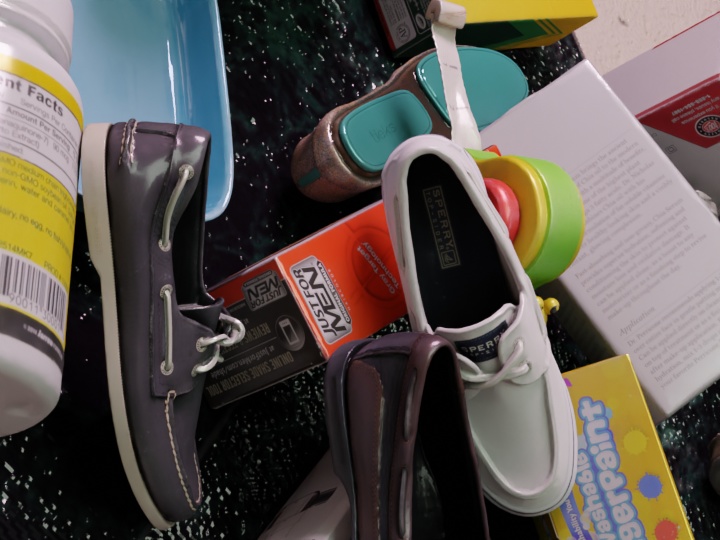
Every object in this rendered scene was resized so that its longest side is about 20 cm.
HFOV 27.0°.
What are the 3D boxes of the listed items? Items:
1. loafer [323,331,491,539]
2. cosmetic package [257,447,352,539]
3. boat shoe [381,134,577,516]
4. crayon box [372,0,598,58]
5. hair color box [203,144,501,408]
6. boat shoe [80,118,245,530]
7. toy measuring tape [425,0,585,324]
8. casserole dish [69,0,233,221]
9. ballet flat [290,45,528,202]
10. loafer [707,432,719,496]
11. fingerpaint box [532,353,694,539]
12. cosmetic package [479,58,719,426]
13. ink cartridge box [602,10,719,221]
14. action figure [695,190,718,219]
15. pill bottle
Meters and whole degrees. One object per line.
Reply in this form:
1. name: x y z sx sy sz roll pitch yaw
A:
1. loafer: 0.034 0.127 0.706 0.072 0.063 0.201 -10 85 -48
2. cosmetic package: -0.005 0.131 0.776 0.051 0.082 0.200 53 44 -11
3. boat shoe: 0.055 0.031 0.739 0.065 0.073 0.201 -59 126 -84
4. crayon box: 0.063 -0.252 1.038 0.172 0.058 0.201 -12 80 -47
5. hair color box: 0.000 0.000 0.829 0.200 0.101 0.062 -30 94 -47
6. boat shoe: -0.087 0.027 0.709 0.073 0.062 0.201 -96 179 -76
7. toy measuring tape: 0.079 -0.063 0.808 0.073 0.073 0.201 5 70 -41
8. casserole dish: -0.130 -0.106 0.803 0.121 0.039 0.201 10 64 -40
9. ballet flat: 0.026 -0.090 0.920 0.200 0.067 0.068 -24 83 -47
10. loafer: 0.310 0.122 1.094 0.199 0.075 0.070 5 56 -47
11. fingerpaint box: 0.143 0.158 0.843 0.167 0.073 0.201 68 4 -80
12. cosmetic package: 0.154 -0.014 0.909 0.101 0.071 0.200 -35 79 -8
13. ink cartridge box: 0.273 -0.074 1.089 0.200 0.144 0.084 39 50 -22
14. action figure: 0.181 -0.016 1.009 0.201 0.102 0.119 59 32 -2
15. pill bottle: -0.182 -0.036 0.665 0.114 0.114 0.201 20 58 -36
